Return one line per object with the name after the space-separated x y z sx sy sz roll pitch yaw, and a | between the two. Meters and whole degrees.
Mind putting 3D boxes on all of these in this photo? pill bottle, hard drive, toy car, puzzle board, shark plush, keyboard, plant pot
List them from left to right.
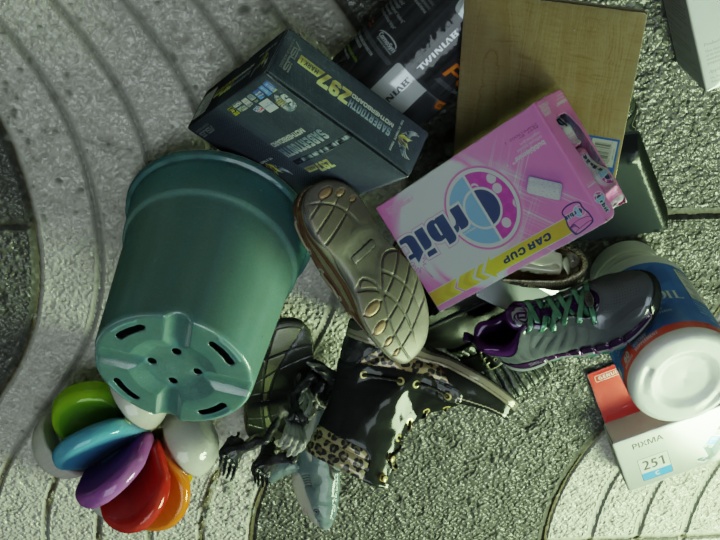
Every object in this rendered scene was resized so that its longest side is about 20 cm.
-0.269 0.217 1.100 0.174 0.150 0.200 -32 119 14 | toy car
-0.156 0.024 0.939 0.198 0.197 0.201 4 135 4 | plant pot
-0.026 0.203 1.155 0.091 0.083 0.201 20 102 -52 | shark plush
0.075 -0.222 0.894 0.106 0.107 0.200 39 111 -24 | pill bottle
0.159 -0.144 0.858 0.149 0.017 0.201 11 130 13 | puzzle board
0.202 0.033 1.070 0.199 0.011 0.057 25 86 -36 | keyboard
0.192 -0.073 0.966 0.198 0.033 0.140 -6 149 27 | hard drive
0.307 0.054 1.026 0.111 0.201 0.113 -3 121 -4 | pill bottle

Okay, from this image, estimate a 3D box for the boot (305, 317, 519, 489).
0.051 0.152 1.007 0.199 0.073 0.152 25 87 -13 | boot

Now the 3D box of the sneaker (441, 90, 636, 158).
0.185 -0.121 0.982 0.198 0.076 0.115 -17 115 -1 | sneaker

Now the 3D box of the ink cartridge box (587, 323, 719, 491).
0.397 0.168 1.195 0.199 0.045 0.177 -22 122 8 | ink cartridge box

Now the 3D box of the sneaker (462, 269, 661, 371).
0.198 0.051 0.966 0.087 0.075 0.199 16 145 -41 | sneaker

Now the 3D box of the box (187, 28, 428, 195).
-0.054 -0.129 0.899 0.157 0.200 0.051 33 70 -23 | box

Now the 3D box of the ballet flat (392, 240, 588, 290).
0.132 -0.018 0.973 0.198 0.075 0.069 6 82 -3 | ballet flat

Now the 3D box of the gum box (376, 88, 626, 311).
0.125 -0.061 0.861 0.199 0.066 0.114 -32 91 37 | gum box

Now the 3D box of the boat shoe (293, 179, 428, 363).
0.000 0.000 0.941 0.076 0.072 0.201 -35 109 -22 | boat shoe

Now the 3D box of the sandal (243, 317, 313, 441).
-0.104 0.122 1.117 0.079 0.058 0.202 0 136 -16 | sandal

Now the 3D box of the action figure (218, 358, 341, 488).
-0.056 0.175 1.070 0.200 0.103 0.119 -37 131 21 | action figure

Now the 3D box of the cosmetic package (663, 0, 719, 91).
0.337 -0.284 0.897 0.112 0.081 0.201 -20 120 6 | cosmetic package

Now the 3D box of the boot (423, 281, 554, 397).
0.106 0.089 1.099 0.209 0.080 0.159 -21 121 7 | boot
